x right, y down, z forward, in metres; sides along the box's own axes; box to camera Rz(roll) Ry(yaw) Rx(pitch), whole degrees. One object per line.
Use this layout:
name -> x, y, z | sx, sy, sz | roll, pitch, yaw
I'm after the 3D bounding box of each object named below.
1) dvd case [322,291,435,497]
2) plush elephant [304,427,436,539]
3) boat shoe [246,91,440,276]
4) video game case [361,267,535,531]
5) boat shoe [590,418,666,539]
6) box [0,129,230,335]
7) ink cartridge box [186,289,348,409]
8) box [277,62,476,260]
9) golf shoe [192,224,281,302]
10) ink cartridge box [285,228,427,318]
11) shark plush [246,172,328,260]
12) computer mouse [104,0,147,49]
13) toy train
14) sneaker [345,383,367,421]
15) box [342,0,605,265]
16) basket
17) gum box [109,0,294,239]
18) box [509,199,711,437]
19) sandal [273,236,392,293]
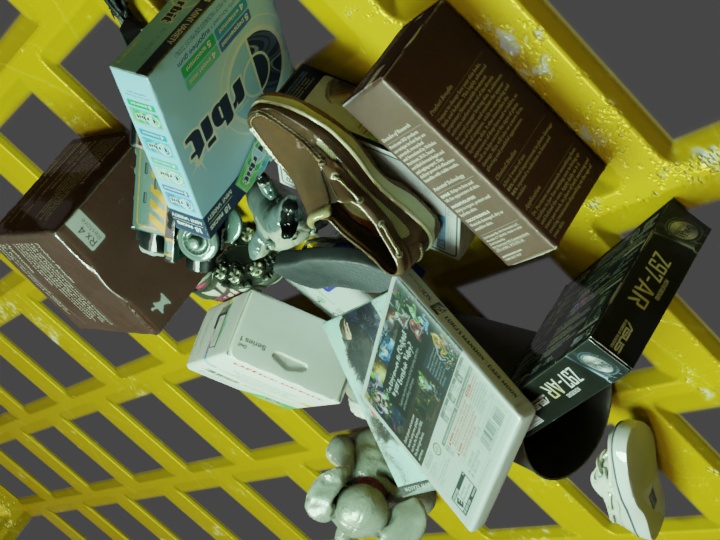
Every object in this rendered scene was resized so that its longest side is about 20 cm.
dvd case -> 0.045, 0.123, 1.305 | 0.146, 0.022, 0.201 | -26, 89, 55
plush elephant -> 0.012, 0.288, 1.681 | 0.164, 0.155, 0.200 | 33, 152, 4
boat shoe -> -0.024, -0.072, 1.146 | 0.202, 0.075, 0.075 | 37, 150, -2
video game case -> 0.074, 0.121, 1.204 | 0.182, 0.023, 0.200 | 49, 149, 26
boat shoe -> 0.279, 0.219, 1.394 | 0.066, 0.072, 0.200 | 11, 151, 29
box -> -0.279, -0.042, 1.476 | 0.200, 0.164, 0.166 | 0, 137, 52
ink cartridge box -> -0.104, 0.096, 1.526 | 0.144, 0.084, 0.200 | 24, 165, -15
box -> 0.018, -0.100, 1.202 | 0.199, 0.060, 0.117 | 25, 149, 18
golf shoe -> -0.135, -0.001, 1.518 | 0.088, 0.077, 0.200 | 29, 160, -35
ink cartridge box -> 0.000, 0.000, 1.391 | 0.099, 0.039, 0.200 | 41, 152, -9
shark plush -> -0.091, -0.059, 1.305 | 0.200, 0.091, 0.084 | -78, -37, -83
computer mouse -> -0.199, -0.220, 1.206 | 0.141, 0.046, 0.200 | 62, 178, -40
toy train -> -0.180, -0.097, 1.336 | 0.114, 0.085, 0.201 | 15, 116, 17
sneaker -> 0.046, 0.135, 1.510 | 0.200, 0.074, 0.079 | 1, 131, 46
box -> 0.094, -0.109, 1.068 | 0.200, 0.100, 0.075 | 44, 150, -15
basket -> 0.129, 0.113, 1.329 | 0.200, 0.136, 0.180 | 18, 173, 38
gum box -> -0.127, -0.156, 1.159 | 0.044, 0.170, 0.200 | 19, 147, 26
box -> 0.200, 0.045, 1.120 | 0.043, 0.160, 0.200 | 37, 150, -1
sandal -> -0.030, -0.013, 1.313 | 0.076, 0.043, 0.200 | 29, 167, -28
